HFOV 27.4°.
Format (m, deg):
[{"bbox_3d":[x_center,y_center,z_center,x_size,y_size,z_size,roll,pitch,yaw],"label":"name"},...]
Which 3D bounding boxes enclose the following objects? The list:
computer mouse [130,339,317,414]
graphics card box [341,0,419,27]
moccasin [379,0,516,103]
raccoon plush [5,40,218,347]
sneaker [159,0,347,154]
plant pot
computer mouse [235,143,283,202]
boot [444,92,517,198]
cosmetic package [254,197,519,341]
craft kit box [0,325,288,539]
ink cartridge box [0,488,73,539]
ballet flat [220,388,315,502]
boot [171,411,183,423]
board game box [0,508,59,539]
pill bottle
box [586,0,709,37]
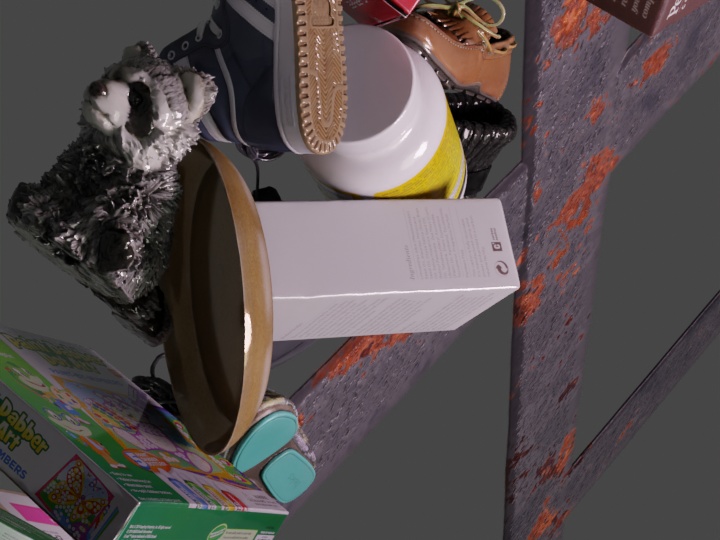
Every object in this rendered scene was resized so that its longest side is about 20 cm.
[{"bbox_3d":[-0.077,0.056,1.129,0.200,0.053,0.138,-44,155,12],"label":"computer mouse"},{"bbox_3d":[0.058,-0.254,0.967,0.201,0.051,0.125,-53,-169,-2],"label":"graphics card box"},{"bbox_3d":[0.074,-0.179,1.141,0.201,0.073,0.078,4,109,-60],"label":"moccasin"},{"bbox_3d":[-0.137,-0.051,0.911,0.135,0.096,0.200,-57,169,-15],"label":"raccoon plush"},{"bbox_3d":[-0.066,-0.172,0.906,0.070,0.108,0.202,-5,96,-57],"label":"sneaker"},{"bbox_3d":[-0.092,0.015,0.937,0.027,0.201,0.201,-4,132,-22],"label":"plant pot"},{"bbox_3d":[-0.080,-0.059,1.040,0.058,0.034,0.201,-24,149,-25],"label":"computer mouse"},{"bbox_3d":[0.043,-0.057,1.226,0.211,0.079,0.159,-41,162,-53],"label":"boot"},{"bbox_3d":[0.000,0.000,1.041,0.198,0.072,0.101,-2,161,-29],"label":"cosmetic package"},{"bbox_3d":[-0.163,0.105,0.908,0.049,0.197,0.200,-58,157,2],"label":"craft kit box"},{"bbox_3d":[-0.262,0.246,1.058,0.165,0.075,0.200,-54,155,0],"label":"ink cartridge box"},{"bbox_3d":[-0.082,0.125,1.127,0.072,0.072,0.201,-49,161,-13],"label":"ballet flat"},{"bbox_3d":[-0.116,0.204,1.150,0.096,0.075,0.202,-1,105,-31],"label":"boot"},{"bbox_3d":[-0.255,0.217,0.939,0.199,0.029,0.135,36,90,-26],"label":"board game box"},{"bbox_3d":[0.012,-0.097,1.059,0.113,0.112,0.200,-52,163,-6],"label":"pill bottle"},{"bbox_3d":[0.235,-0.316,1.149,0.199,0.164,0.167,-34,149,-40],"label":"box"}]
